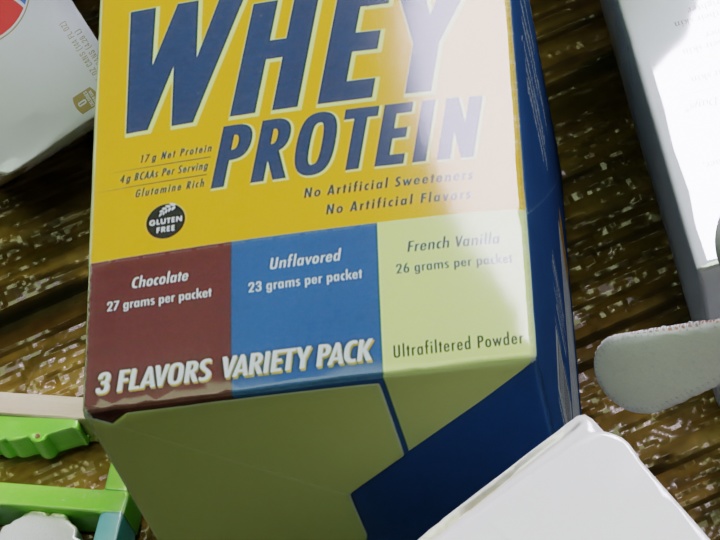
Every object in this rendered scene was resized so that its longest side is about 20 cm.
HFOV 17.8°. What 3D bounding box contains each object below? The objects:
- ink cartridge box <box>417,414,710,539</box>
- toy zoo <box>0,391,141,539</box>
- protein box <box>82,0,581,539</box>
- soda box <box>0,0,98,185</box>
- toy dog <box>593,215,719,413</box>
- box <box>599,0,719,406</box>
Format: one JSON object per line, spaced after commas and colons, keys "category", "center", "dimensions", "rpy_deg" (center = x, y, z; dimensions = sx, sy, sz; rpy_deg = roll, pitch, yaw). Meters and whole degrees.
{"category": "ink cartridge box", "center": [0.086, 0.156, 0.658], "dimensions": [0.084, 0.200, 0.146], "rpy_deg": [-35, 57, -10]}
{"category": "toy zoo", "center": [-0.155, 0.136, 0.835], "dimensions": [0.130, 0.020, 0.201], "rpy_deg": [3, 59, 15]}
{"category": "protein box", "center": [0.000, 0.000, 0.776], "dimensions": [0.134, 0.199, 0.201], "rpy_deg": [-7, 57, 8]}
{"category": "soda box", "center": [-0.173, -0.134, 0.917], "dimensions": [0.063, 0.068, 0.201], "rpy_deg": [-34, 95, -9]}
{"category": "toy dog", "center": [0.141, 0.040, 0.744], "dimensions": [0.131, 0.201, 0.096], "rpy_deg": [-6, 36, -20]}
{"category": "box", "center": [0.162, -0.070, 0.842], "dimensions": [0.124, 0.098, 0.201], "rpy_deg": [-13, 56, 4]}
